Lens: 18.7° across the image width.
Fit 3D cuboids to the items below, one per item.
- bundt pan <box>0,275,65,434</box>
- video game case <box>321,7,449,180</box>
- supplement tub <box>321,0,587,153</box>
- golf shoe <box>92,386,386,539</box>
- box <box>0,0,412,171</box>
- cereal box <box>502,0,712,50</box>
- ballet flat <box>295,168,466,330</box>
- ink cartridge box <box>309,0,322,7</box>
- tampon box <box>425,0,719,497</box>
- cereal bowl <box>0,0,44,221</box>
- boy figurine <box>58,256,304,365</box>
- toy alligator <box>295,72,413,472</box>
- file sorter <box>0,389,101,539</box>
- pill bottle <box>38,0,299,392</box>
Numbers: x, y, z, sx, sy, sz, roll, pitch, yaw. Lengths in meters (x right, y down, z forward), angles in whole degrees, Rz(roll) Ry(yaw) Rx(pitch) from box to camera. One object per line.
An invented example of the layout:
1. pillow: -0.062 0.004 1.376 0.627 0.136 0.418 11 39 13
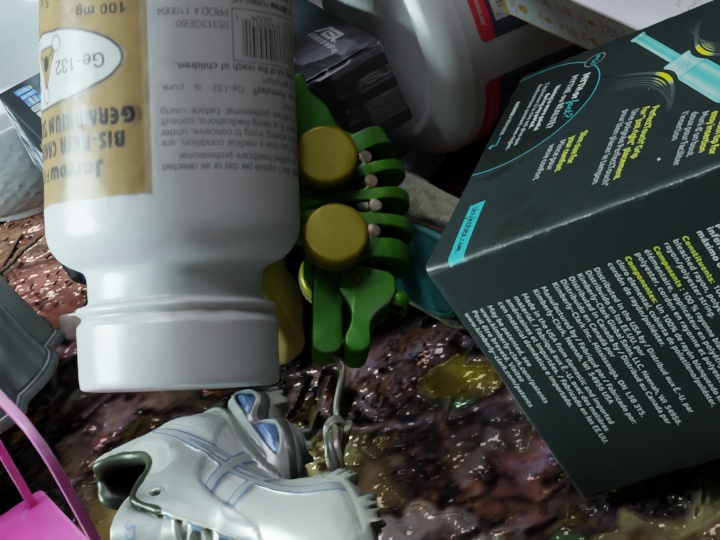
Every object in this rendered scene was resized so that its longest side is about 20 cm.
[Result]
1. bundt pan: -0.250 0.058 1.079 0.202 0.076 0.202 -29 20 11
2. video game case: -0.016 -0.093 1.243 0.200 0.022 0.182 5 42 38
3. supplement tub: 0.091 -0.157 1.138 0.200 0.141 0.140 -25 29 -20
4. golf shoe: -0.048 0.113 0.876 0.097 0.078 0.200 -10 17 -19
5. box: -0.086 -0.085 1.133 0.158 0.050 0.200 -31 29 -11
6. cereal box: 0.182 -0.141 1.007 0.200 0.040 0.144 28 65 33
7. ballet flat: 0.023 -0.018 1.079 0.062 0.068 0.200 -8 25 -31
8. ink cartridge box: -0.093 -0.200 1.368 0.200 0.117 0.068 -23 31 3
9. tampon box: 0.156 -0.023 0.869 0.200 0.126 0.150 -20 26 35
10. cereal bowl: -0.207 -0.091 1.309 0.200 0.083 0.200 -18 32 11
11. boy figurine: -0.094 0.003 1.110 0.124 0.064 0.200 -31 28 -17
12. toy alligator: 0.000 0.000 1.003 0.054 0.059 0.200 -6 69 -6
13. file sorter: -0.213 0.139 0.919 0.200 0.126 0.139 -34 32 -16
14. pill bottle: -0.084 -0.047 0.972 0.114 0.200 0.114 -2 -4 0
